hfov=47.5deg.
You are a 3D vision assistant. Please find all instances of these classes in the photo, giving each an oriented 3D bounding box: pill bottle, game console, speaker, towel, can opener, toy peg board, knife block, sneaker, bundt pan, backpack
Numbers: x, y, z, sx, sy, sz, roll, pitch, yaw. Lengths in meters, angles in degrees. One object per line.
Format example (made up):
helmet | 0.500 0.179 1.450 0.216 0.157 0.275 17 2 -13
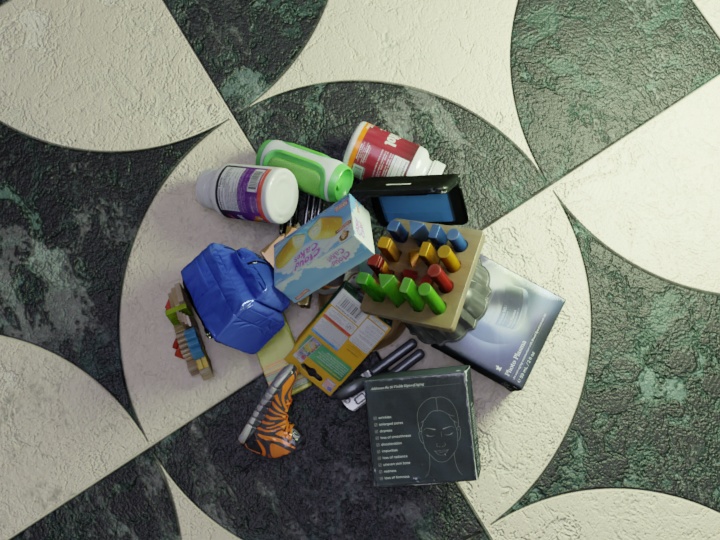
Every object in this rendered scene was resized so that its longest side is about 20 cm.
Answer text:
pill bottle | -0.234 -0.159 1.660 0.197 0.111 0.113 9 80 31
game console | 0.098 -0.125 1.606 0.197 0.176 0.118 0 107 20
pill bottle | 0.070 -0.219 1.691 0.198 0.113 0.114 24 82 4
speaker | -0.116 -0.205 1.681 0.198 0.088 0.090 22 82 24
towel | -0.173 0.161 1.687 0.085 0.018 0.203 -22 81 -6
can opener | 0.043 0.212 1.653 0.199 0.067 0.053 -35 81 -9
toy peg board | 0.101 -0.013 1.510 0.197 0.098 0.202 10 69 31
knife block | -0.110 -0.048 1.692 0.175 0.064 0.201 -37 82 -4
sneaker | -0.151 0.287 1.630 0.111 0.078 0.201 32 109 -2
sneaker | 0.000 0.000 1.647 0.197 0.085 0.074 -20 80 -5
bundt pan | 0.148 0.037 1.576 0.200 0.076 0.205 -18 56 29
backpack | -0.245 0.039 1.621 0.168 0.162 0.200 -42 57 3

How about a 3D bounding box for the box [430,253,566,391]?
box | 0.271 0.106 1.634 0.196 0.123 0.202 27 82 6

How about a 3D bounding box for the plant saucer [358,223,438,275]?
plant saucer | 0.078 -0.036 1.645 0.197 0.019 0.071 -18 110 -24

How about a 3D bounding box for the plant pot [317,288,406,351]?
plant pot | 0.010 0.068 1.691 0.196 0.028 0.204 0 81 0

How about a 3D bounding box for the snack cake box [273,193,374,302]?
snack cake box | -0.073 -0.040 1.560 0.199 0.067 0.116 -32 39 23

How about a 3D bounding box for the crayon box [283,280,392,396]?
crayon box | -0.044 0.136 1.631 0.125 0.052 0.200 38 109 -7

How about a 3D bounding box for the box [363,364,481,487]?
box | 0.119 0.290 1.545 0.196 0.124 0.200 -6 89 11

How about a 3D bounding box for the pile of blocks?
pile of blocks | -0.361 0.131 1.660 0.061 0.082 0.203 -21 82 -3
